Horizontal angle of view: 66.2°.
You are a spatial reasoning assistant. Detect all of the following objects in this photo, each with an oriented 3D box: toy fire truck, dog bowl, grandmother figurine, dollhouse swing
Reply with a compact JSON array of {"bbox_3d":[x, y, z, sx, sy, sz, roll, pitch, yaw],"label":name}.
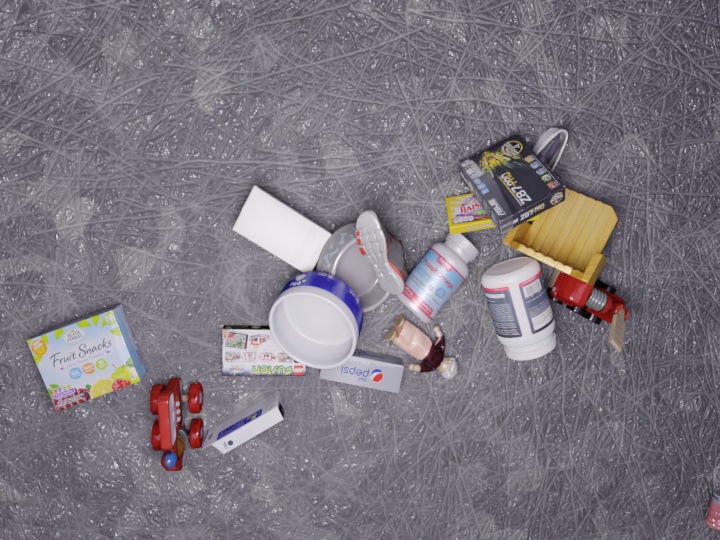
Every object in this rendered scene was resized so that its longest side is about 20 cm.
[{"bbox_3d":[-0.414,0.346,1.217,0.108,0.168,0.208,0,99,-6],"label":"toy fire truck"},{"bbox_3d":[-0.092,0.107,1.180,0.193,0.080,0.206,9,126,12],"label":"dog bowl"},{"bbox_3d":[0.157,0.189,1.315,0.198,0.061,0.123,39,92,-13],"label":"grandmother figurine"},{"bbox_3d":[0.453,-0.093,1.215,0.197,0.180,0.181,29,100,27],"label":"dollhouse swing"},{"bbox_3d":[0.000,0.000,1.228,0.194,0.058,0.208,-11,113,-27],"label":"dog bowl"},{"bbox_3d":[0.535,0.082,1.266,0.172,0.200,0.132,27,95,-10],"label":"toy fire truck"}]

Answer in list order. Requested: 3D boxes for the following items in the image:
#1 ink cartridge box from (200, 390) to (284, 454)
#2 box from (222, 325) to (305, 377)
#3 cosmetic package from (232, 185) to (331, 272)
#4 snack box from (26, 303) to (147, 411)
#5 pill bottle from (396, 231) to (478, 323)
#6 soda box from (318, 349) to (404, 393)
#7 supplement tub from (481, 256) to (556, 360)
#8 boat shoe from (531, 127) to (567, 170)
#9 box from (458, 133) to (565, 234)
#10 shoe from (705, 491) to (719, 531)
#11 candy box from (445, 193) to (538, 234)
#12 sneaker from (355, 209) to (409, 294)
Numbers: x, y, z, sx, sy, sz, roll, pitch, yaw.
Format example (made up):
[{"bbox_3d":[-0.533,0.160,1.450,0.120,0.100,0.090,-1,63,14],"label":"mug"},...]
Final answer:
[{"bbox_3d":[-0.267,0.356,1.270,0.195,0.100,0.040,-28,102,-1],"label":"ink cartridge box"},{"bbox_3d":[-0.222,0.187,1.282,0.192,0.035,0.115,2,99,-7],"label":"box"},{"bbox_3d":[-0.171,-0.089,1.220,0.197,0.085,0.110,32,93,-9],"label":"cosmetic package"},{"bbox_3d":[-0.601,0.191,1.224,0.193,0.068,0.174,-18,101,-4],"label":"snack box"},{"bbox_3d":[0.177,0.011,1.262,0.108,0.109,0.202,38,93,-10],"label":"pill bottle"},{"bbox_3d":[0.001,0.229,1.298,0.193,0.063,0.071,11,98,-8],"label":"soda box"},{"bbox_3d":[0.369,0.086,1.279,0.136,0.140,0.206,-19,100,-3],"label":"supplement tub"},{"bbox_3d":[0.406,-0.238,1.271,0.072,0.065,0.205,26,96,-10],"label":"boat shoe"},{"bbox_3d":[0.328,-0.195,1.213,0.157,0.203,0.050,-27,142,2],"label":"box"},{"bbox_3d":[1.024,0.665,1.480,0.193,0.072,0.094,15,98,-3],"label":"shoe"},{"bbox_3d":[0.290,-0.139,1.237,0.192,0.104,0.027,-10,134,10],"label":"candy box"},{"bbox_3d":[0.052,-0.049,1.177,0.082,0.075,0.204,-50,130,-38],"label":"sneaker"}]
